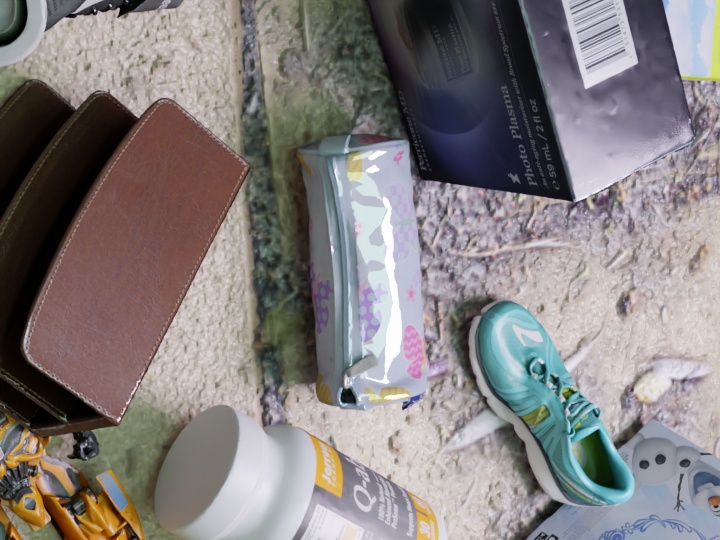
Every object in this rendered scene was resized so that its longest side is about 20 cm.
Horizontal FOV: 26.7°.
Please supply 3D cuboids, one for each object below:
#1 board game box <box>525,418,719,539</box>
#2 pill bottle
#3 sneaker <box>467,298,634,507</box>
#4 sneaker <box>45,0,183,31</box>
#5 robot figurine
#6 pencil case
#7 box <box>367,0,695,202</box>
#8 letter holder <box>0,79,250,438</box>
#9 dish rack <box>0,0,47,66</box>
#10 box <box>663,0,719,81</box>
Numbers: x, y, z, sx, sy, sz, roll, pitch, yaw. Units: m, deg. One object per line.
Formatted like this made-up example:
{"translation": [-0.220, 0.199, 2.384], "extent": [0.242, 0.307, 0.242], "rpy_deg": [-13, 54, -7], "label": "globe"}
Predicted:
{"translation": [0.249, 0.238, 1.222], "extent": [0.200, 0.198, 0.044], "rpy_deg": [-39, 134, -21], "label": "board game box"}
{"translation": [-0.041, 0.181, 1.083], "extent": [0.199, 0.116, 0.117], "rpy_deg": [34, 79, -31], "label": "pill bottle"}
{"translation": [0.159, 0.106, 1.215], "extent": [0.077, 0.079, 0.201], "rpy_deg": [-41, 108, -22], "label": "sneaker"}
{"translation": [-0.159, -0.195, 0.988], "extent": [0.200, 0.066, 0.091], "rpy_deg": [-48, 115, -20], "label": "sneaker"}
{"translation": [-0.217, 0.161, 1.003], "extent": [0.145, 0.058, 0.201], "rpy_deg": [-39, 115, -24], "label": "robot figurine"}
{"translation": [0.000, 0.000, 1.103], "extent": [0.090, 0.083, 0.202], "rpy_deg": [-15, 104, -52], "label": "pencil case"}
{"translation": [0.110, -0.167, 1.082], "extent": [0.123, 0.198, 0.202], "rpy_deg": [-26, 109, -24], "label": "box"}
{"translation": [-0.184, -0.021, 0.946], "extent": [0.142, 0.100, 0.201], "rpy_deg": [41, 58, -27], "label": "letter holder"}
{"translation": [-0.277, -0.217, 0.896], "extent": [0.170, 0.044, 0.202], "rpy_deg": [-6, 101, -1], "label": "dish rack"}
{"translation": [0.279, -0.222, 1.269], "extent": [0.198, 0.048, 0.123], "rpy_deg": [-1, 96, -32], "label": "box"}
